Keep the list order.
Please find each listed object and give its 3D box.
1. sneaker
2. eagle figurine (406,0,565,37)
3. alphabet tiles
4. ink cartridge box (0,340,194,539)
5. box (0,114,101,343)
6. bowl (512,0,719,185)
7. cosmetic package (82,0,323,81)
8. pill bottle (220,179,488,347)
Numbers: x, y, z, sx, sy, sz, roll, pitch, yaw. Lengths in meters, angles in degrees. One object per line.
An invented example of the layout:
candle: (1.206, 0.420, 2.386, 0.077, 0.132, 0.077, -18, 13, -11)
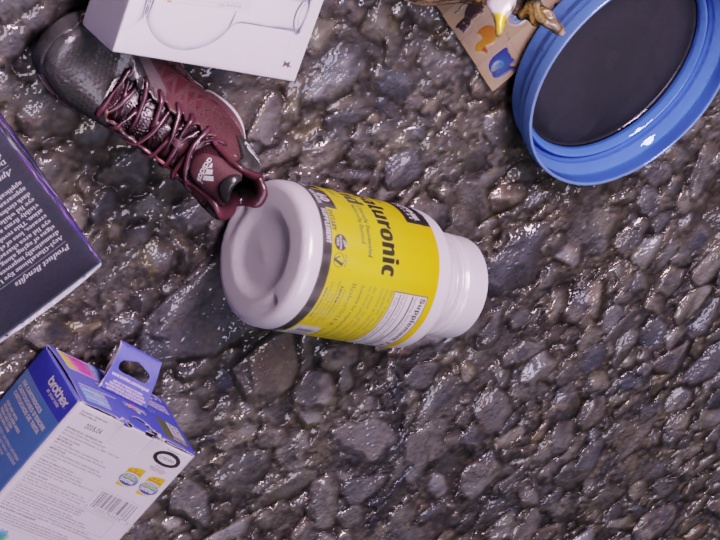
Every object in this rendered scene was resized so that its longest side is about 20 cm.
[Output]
sneaker: (-0.127, -0.099, 1.418, 0.076, 0.116, 0.199, -49, 137, 12)
eagle figurine: (0.101, -0.233, 1.412, 0.151, 0.152, 0.200, -23, 153, -6)
alphabet tiles: (0.137, -0.228, 1.576, 0.167, 0.008, 0.200, -40, 138, 0)
ink cartridge box: (-0.223, 0.147, 1.591, 0.200, 0.076, 0.136, -47, 138, 10)
box: (-0.272, -0.070, 1.319, 0.104, 0.148, 0.200, -36, 139, -4)
bowl: (0.207, -0.160, 1.652, 0.199, 0.039, 0.202, -22, 139, -21)
cosmetic package: (-0.080, -0.233, 1.370, 0.150, 0.052, 0.202, 4, 116, -40)
pill bottle: (0.000, 0.000, 1.598, 0.199, 0.111, 0.112, 11, 119, -41)
